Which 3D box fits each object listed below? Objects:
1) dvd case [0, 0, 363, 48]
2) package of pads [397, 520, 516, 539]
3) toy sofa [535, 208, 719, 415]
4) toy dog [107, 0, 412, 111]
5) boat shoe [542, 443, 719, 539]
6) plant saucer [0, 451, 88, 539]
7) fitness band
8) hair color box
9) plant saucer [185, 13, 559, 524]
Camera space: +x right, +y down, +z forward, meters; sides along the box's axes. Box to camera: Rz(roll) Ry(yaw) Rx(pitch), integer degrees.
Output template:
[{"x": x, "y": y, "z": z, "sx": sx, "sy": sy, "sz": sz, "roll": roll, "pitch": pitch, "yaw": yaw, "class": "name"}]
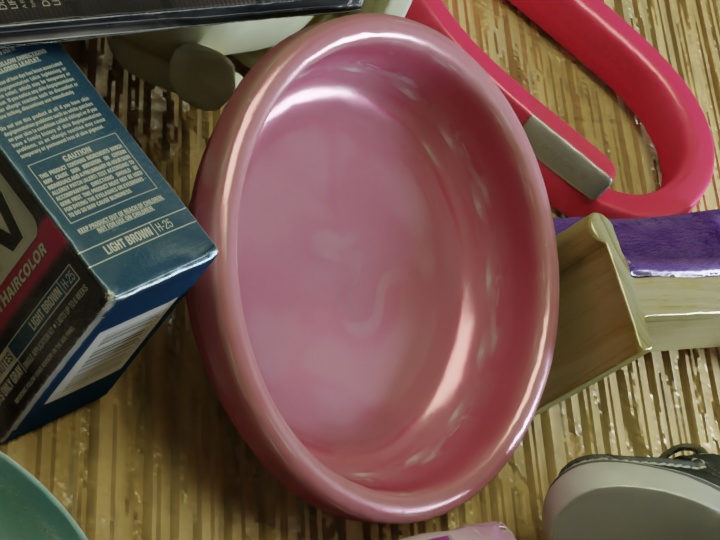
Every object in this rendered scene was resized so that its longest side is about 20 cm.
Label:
[{"x": -0.108, "y": -0.151, "z": 0.885, "sx": 0.200, "sy": 0.016, "sz": 0.149, "roll": -10, "pitch": 63, "yaw": -36, "class": "dvd case"}, {"x": -0.009, "y": 0.161, "z": 0.810, "sx": 0.200, "sy": 0.076, "sz": 0.121, "roll": -6, "pitch": 60, "yaw": -44, "class": "package of pads"}, {"x": 0.149, "y": 0.003, "z": 1.079, "sx": 0.200, "sy": 0.083, "sz": 0.098, "roll": -1, "pitch": 68, "yaw": -42, "class": "toy sofa"}, {"x": -0.078, "y": -0.156, "z": 1.003, "sx": 0.200, "sy": 0.140, "sz": 0.194, "roll": -2, "pitch": 50, "yaw": -41, "class": "toy dog"}, {"x": 0.155, "y": 0.108, "z": 1.013, "sx": 0.200, "sy": 0.070, "sz": 0.066, "roll": 17, "pitch": 37, "yaw": -30, "class": "boat shoe"}, {"x": -0.155, "y": 0.140, "z": 0.682, "sx": 0.200, "sy": 0.027, "sz": 0.201, "roll": 6, "pitch": 80, "yaw": -36, "class": "plant saucer"}, {"x": 0.095, "y": -0.099, "z": 1.182, "sx": 0.200, "sy": 0.037, "sz": 0.144, "roll": 41, "pitch": 35, "yaw": -4, "class": "fitness band"}, {"x": -0.150, "y": -0.048, "z": 0.863, "sx": 0.060, "sy": 0.100, "sz": 0.200, "roll": -25, "pitch": 72, "yaw": -47, "class": "hair color box"}, {"x": 0.000, "y": 0.000, "z": 0.934, "sx": 0.200, "sy": 0.051, "sz": 0.201, "roll": 7, "pitch": 81, "yaw": -47, "class": "plant saucer"}]
